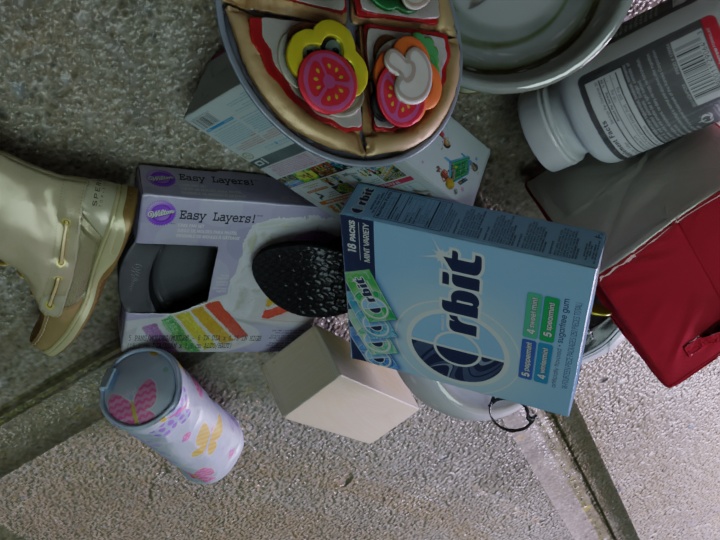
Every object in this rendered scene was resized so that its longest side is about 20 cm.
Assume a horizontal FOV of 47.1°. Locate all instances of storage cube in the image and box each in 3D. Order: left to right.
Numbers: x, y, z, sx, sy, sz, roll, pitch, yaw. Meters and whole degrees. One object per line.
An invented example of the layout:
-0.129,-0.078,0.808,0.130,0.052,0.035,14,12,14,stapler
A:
0.292,-0.035,0.796,0.170,0.201,0.180,-35,126,12,storage cube

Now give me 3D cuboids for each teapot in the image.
0.098,0.056,0.865,0.196,0.146,0.202,-28,104,-22,teapot

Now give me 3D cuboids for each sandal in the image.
0.000,0.000,0.765,0.198,0.045,0.076,-2,119,1,sandal

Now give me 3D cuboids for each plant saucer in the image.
0.113,-0.239,0.640,0.198,0.050,0.202,2,100,9,plant saucer

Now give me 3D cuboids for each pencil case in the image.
-0.187,0.150,0.839,0.083,0.090,0.200,-57,157,-19,pencil case

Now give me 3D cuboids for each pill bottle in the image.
0.242,-0.161,0.720,0.199,0.112,0.110,-22,139,34,pill bottle

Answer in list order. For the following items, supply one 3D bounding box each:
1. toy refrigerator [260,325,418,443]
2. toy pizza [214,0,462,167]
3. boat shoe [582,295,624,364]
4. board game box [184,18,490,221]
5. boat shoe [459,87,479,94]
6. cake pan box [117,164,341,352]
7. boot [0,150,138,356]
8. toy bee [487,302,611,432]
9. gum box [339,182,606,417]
-0.018,0.126,0.892,0.076,0.070,0.200,-37,149,12,toy refrigerator
-0.003,-0.171,0.566,0.199,0.202,0.032,13,165,-30,toy pizza
0.242,0.075,0.977,0.200,0.072,0.071,-42,135,18,boat shoe
-0.018,-0.111,0.665,0.199,0.065,0.147,33,155,-31,board game box
0.153,-0.226,0.699,0.199,0.073,0.065,-36,128,-2,boat shoe
-0.129,-0.004,0.786,0.198,0.052,0.185,3,125,-23,cake pan box
-0.293,-0.016,0.700,0.154,0.073,0.200,19,130,-25,boot
0.154,0.032,0.765,0.109,0.130,0.201,-45,164,-45,toy bee
0.085,0.026,0.675,0.198,0.045,0.171,14,136,18,gum box
